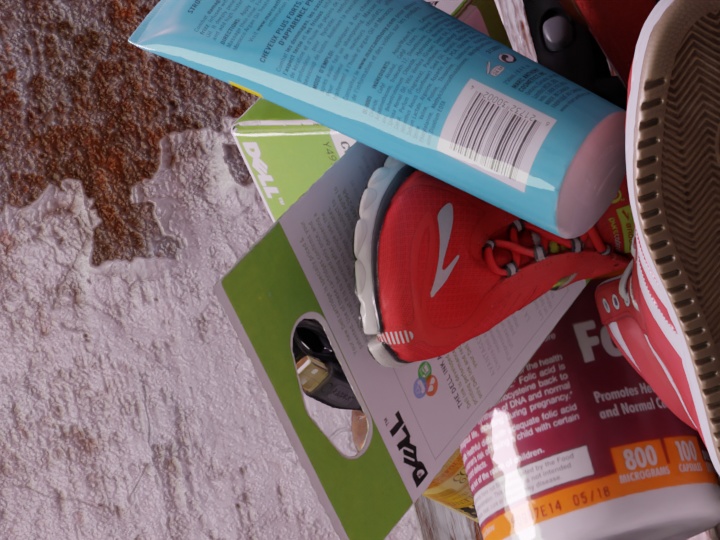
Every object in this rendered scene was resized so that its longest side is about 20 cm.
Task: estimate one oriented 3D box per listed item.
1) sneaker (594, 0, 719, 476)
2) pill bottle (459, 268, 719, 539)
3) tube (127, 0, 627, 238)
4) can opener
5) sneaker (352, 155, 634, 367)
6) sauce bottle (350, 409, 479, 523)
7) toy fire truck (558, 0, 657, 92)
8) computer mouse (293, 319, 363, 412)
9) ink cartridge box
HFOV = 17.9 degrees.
[{"bbox_3d":[0.122,-0.018,0.824,0.112,0.071,0.200,-121,16,-66],"label":"sneaker"},{"bbox_3d":[0.093,0.036,1.085,0.114,0.114,0.200,92,164,-74],"label":"pill bottle"},{"bbox_3d":[0.008,-0.077,0.863,0.200,0.077,0.050,30,162,26],"label":"tube"},{"bbox_3d":[0.089,-0.118,1.046,0.063,0.078,0.200,68,-164,-64],"label":"can opener"},{"bbox_3d":[0.070,-0.022,0.888,0.200,0.085,0.077,-32,-65,-48],"label":"sneaker"},{"bbox_3d":[0.082,0.105,1.184,0.200,0.066,0.066,27,-147,-39],"label":"sauce bottle"},{"bbox_3d":[0.076,-0.142,0.914,0.168,0.112,0.200,56,-174,-31],"label":"toy fire truck"},{"bbox_3d":[0.009,-0.033,1.036,0.044,0.110,0.200,6,79,44],"label":"computer mouse"},{"bbox_3d":[0.000,0.000,0.932,0.076,0.200,0.148,2,128,40],"label":"ink cartridge box"}]
